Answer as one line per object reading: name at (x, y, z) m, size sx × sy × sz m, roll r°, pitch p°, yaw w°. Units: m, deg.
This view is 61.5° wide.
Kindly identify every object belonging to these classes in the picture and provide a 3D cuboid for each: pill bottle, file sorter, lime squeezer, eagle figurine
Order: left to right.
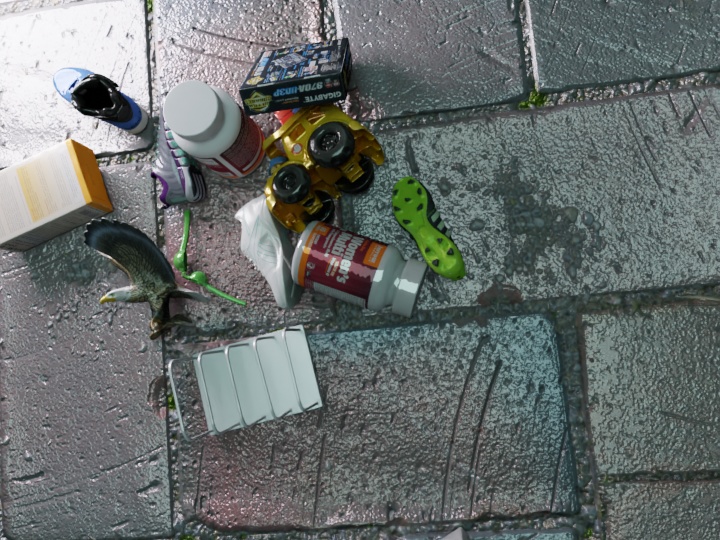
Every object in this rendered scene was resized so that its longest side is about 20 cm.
eagle figurine at (-0.357, 0.010, 0.986) m, size 0.151 × 0.151 × 0.201 m, roll -23°, pitch 86°, yaw 25°
lime squeezer at (-0.277, -0.004, 1.047) m, size 0.070 × 0.038 × 0.200 m, roll -29°, pitch 79°, yaw -27°
pill bottle at (-0.232, -0.225, 0.973) m, size 0.112 × 0.200 × 0.114 m, roll -1°, pitch 84°, yaw 7°
file sorter at (-0.180, 0.179, 0.964) m, size 0.199 × 0.125 × 0.139 m, roll -16°, pitch 83°, yaw 6°
pill bottle at (0.000, 0.000, 0.964) m, size 0.199 × 0.110 × 0.110 m, roll 18°, pitch 87°, yaw 9°

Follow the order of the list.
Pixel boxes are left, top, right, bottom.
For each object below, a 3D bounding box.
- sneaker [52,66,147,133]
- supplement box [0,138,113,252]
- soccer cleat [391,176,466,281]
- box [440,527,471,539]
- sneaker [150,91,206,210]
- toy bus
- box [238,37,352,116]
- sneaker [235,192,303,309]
sneaker at (-0.480, -0.316, 1.062) m, size 0.200 × 0.111 × 0.077 m, roll 34°, pitch 90°, yaw 10°
supplement box at (-0.560, -0.130, 1.073) m, size 0.199 × 0.074 × 0.126 m, roll -22°, pitch 82°, yaw 5°
soccer cleat at (0.108, -0.066, 0.981) m, size 0.067 × 0.081 × 0.200 m, roll -32°, pitch 59°, yaw 12°
box at (0.122, 0.528, 0.882) m, size 0.200 × 0.131 × 0.199 m, roll -34°, pitch 81°, yaw 3°
sneaker at (-0.338, -0.209, 1.053) m, size 0.087 × 0.074 × 0.201 m, roll -16°, pitch 83°, yaw 11°
toy bus at (-0.093, -0.192, 0.995) m, size 0.200 × 0.136 × 0.192 m, roll -42°, pitch 67°, yaw 4°
box at (-0.097, -0.316, 0.976) m, size 0.158 × 0.200 × 0.046 m, roll -7°, pitch 125°, yaw 7°
sneaker at (-0.152, -0.027, 1.017) m, size 0.080 × 0.070 × 0.201 m, roll -20°, pitch 79°, yaw 21°
